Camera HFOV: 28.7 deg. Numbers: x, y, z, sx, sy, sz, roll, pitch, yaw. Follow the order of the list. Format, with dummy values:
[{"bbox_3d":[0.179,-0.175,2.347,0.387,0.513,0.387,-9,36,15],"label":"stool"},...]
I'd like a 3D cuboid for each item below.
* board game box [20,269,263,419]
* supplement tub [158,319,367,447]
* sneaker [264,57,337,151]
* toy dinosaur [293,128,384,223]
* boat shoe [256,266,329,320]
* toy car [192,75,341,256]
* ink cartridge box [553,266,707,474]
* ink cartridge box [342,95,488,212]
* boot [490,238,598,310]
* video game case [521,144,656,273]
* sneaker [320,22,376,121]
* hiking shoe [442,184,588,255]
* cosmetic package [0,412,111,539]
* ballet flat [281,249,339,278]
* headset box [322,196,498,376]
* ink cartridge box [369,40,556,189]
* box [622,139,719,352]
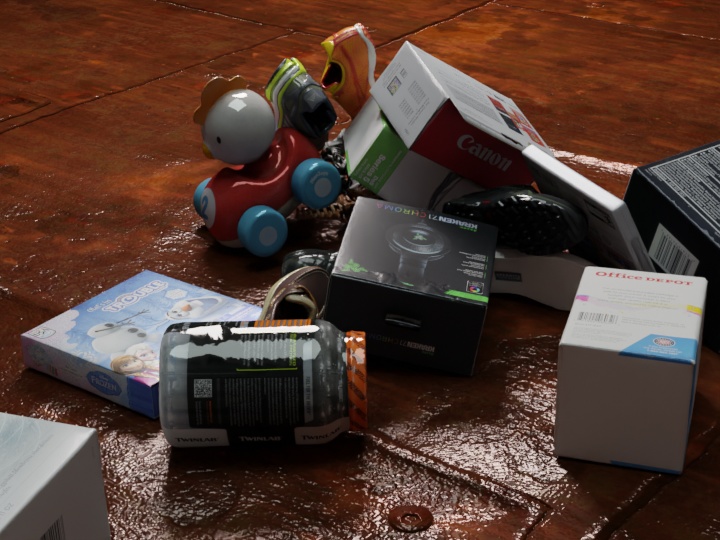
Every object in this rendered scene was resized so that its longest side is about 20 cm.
[{"bbox_3d":[-0.232,0.074,1.547,0.197,0.044,0.199,15,30,33],"label":"board game box"},{"bbox_3d":[-0.092,0.110,1.375,0.197,0.124,0.123,-1,25,1],"label":"supplement tub"},{"bbox_3d":[-0.070,-0.198,1.853,0.081,0.200,0.074,42,83,19],"label":"sneaker"},{"bbox_3d":[-0.001,-0.111,1.878,0.199,0.103,0.136,-1,34,-47],"label":"toy dinosaur"},{"bbox_3d":[-0.072,0.053,1.524,0.072,0.073,0.200,-24,13,38],"label":"boat shoe"},{"bbox_3d":[-0.156,-0.150,1.783,0.177,0.201,0.184,-41,31,-11],"label":"toy car"},{"bbox_3d":[0.272,0.088,1.398,0.127,0.127,0.200,7,27,16],"label":"ink cartridge box"},{"bbox_3d":[0.082,-0.126,1.796,0.199,0.084,0.146,32,20,-17],"label":"ink cartridge box"},{"bbox_3d":[0.210,-0.012,1.670,0.198,0.073,0.090,11,34,25],"label":"boot"},{"bbox_3d":[0.273,-0.041,1.619,0.022,0.183,0.200,-36,33,-7],"label":"video game case"},{"bbox_3d":[-0.015,-0.244,1.846,0.076,0.201,0.073,-24,54,-6],"label":"sneaker"},{"bbox_3d":[0.192,-0.072,1.644,0.199,0.077,0.100,10,31,43],"label":"hiking shoe"},{"bbox_3d":[-0.346,0.214,1.170,0.198,0.124,0.200,6,26,18],"label":"cosmetic package"},{"bbox_3d":[0.000,0.000,1.702,0.198,0.057,0.067,-7,-17,-14],"label":"ballet flat"},{"bbox_3d":[0.055,0.018,1.554,0.172,0.094,0.201,13,30,4],"label":"headset box"},{"bbox_3d":[0.133,-0.168,1.722,0.199,0.084,0.176,22,26,-39],"label":"ink cartridge box"},{"bbox_3d":[0.428,-0.038,1.595,0.197,0.124,0.200,-19,51,-27],"label":"box"}]
